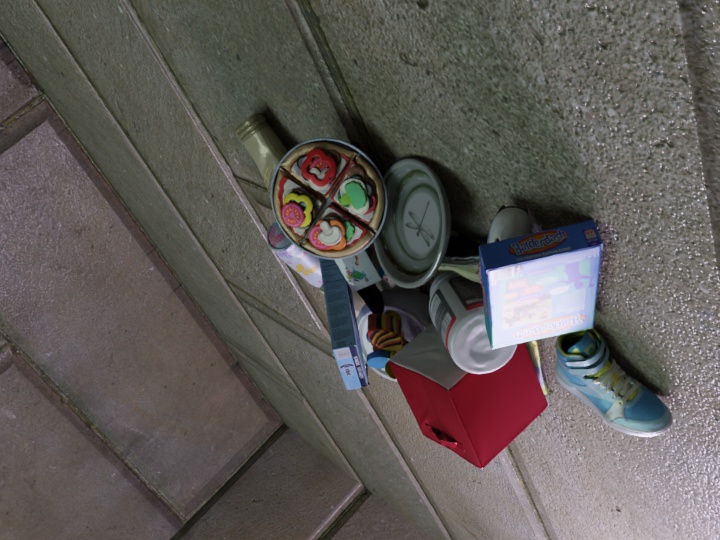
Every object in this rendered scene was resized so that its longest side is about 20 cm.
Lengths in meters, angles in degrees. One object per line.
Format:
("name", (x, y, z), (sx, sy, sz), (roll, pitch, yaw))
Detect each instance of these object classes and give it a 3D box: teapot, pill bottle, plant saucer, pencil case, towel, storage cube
("teapot", (0.091, 0.108, 1.615), (0.196, 0.146, 0.202), (17, 120, 19))
("pill bottle", (0.172, 0.073, 1.332), (0.111, 0.110, 0.200), (55, -175, -23))
("plant saucer", (0.090, -0.074, 1.293), (0.199, 0.050, 0.202), (7, 99, 58))
("pencil case", (-0.119, -0.040, 1.777), (0.082, 0.092, 0.200), (-12, 151, 25))
("towel", (0.268, 0.137, 1.468), (0.143, 0.023, 0.201), (30, 156, 38))
("storage cube", (0.187, 0.193, 1.429), (0.170, 0.200, 0.181), (20, 142, 54))

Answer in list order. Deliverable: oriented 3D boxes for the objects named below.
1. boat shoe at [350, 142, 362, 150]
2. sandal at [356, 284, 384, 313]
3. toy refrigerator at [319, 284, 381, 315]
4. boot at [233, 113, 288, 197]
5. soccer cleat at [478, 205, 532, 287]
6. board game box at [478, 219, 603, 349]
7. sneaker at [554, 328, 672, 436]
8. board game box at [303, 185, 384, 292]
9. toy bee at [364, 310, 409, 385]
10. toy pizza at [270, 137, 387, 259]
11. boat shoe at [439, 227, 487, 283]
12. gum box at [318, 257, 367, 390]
("boat shoe", (0.022, -0.131, 1.405), (0.066, 0.070, 0.201), (-21, 110, 29))
("sandal", (0.000, 0.000, 1.560), (0.201, 0.045, 0.075), (55, 156, 29))
("toy refrigerator", (0.016, 0.068, 1.724), (0.200, 0.070, 0.076), (38, 169, -34))
("boot", (-0.186, -0.227, 1.640), (0.156, 0.073, 0.200), (55, 171, -4))
("soccer cleat", (0.202, -0.003, 1.177), (0.069, 0.087, 0.201), (7, 141, 9))
("board game box", (0.241, 0.025, 1.113), (0.201, 0.151, 0.045), (75, -177, -53))
("sneaker", (0.364, 0.158, 1.217), (0.199, 0.080, 0.131), (30, 157, 38))
("board game box", (-0.023, -0.085, 1.439), (0.201, 0.064, 0.148), (60, -158, -17))
("toy bee", (0.062, 0.137, 1.506), (0.107, 0.132, 0.200), (0, 167, -1))
("toy pizza", (-0.055, -0.112, 1.329), (0.200, 0.200, 0.032), (48, -157, -4))
("boat shoe", (0.144, -0.037, 1.324), (0.199, 0.073, 0.065), (15, 140, 41))
("gum box", (-0.031, 0.085, 1.470), (0.170, 0.044, 0.202), (76, -176, -59))
